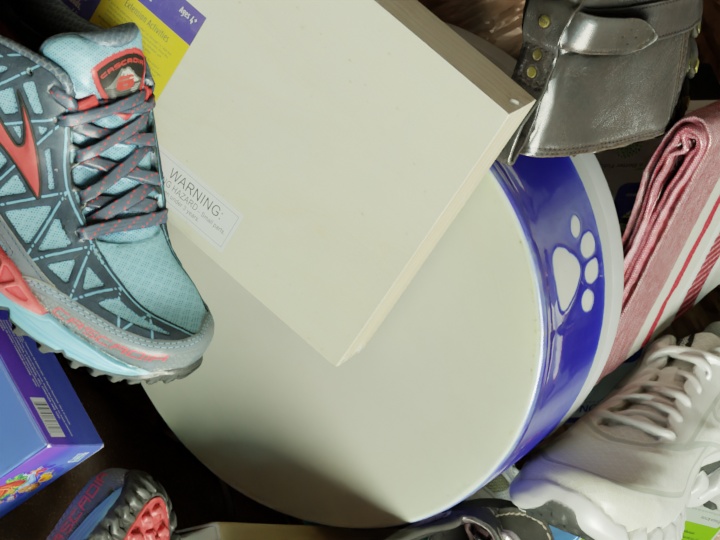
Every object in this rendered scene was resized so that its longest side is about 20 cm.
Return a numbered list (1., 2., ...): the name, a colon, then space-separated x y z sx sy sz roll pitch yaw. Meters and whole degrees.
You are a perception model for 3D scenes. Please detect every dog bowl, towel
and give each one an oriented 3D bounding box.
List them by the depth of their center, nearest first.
1. dog bowl: 0.000 0.000 1.034 0.200 0.200 0.079 -54 168 30
2. towel: 0.162 -0.041 1.096 0.200 0.023 0.144 -33 154 -48

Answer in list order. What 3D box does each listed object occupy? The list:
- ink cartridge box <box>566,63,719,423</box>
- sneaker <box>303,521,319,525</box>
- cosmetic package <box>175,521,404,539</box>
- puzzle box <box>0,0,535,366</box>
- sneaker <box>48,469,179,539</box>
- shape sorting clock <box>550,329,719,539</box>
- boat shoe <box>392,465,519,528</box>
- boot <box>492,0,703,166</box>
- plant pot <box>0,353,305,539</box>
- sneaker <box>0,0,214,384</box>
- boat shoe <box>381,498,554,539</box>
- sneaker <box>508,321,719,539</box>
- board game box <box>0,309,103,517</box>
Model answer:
1. ink cartridge box: 0.096 -0.008 1.169 0.099 0.039 0.200 -2 134 -17
2. sneaker: 0.025 0.163 1.242 0.084 0.121 0.200 -28 138 35
3. cosmetic package: -0.005 0.163 1.075 0.071 0.105 0.200 -21 162 41
4. puzzle box: -0.045 -0.076 0.970 0.133 0.200 0.025 -55 167 32
5. sneaker: -0.152 0.152 0.978 0.200 0.096 0.079 -56 150 -6
6. shape sorting clock: 0.153 0.090 1.254 0.200 0.039 0.200 -31 147 -23
7. boat shoe: -0.004 0.058 1.170 0.202 0.065 0.074 41 131 -16
8. boot: 0.123 -0.135 0.979 0.200 0.069 0.174 -21 129 -39
9. plant pot: -0.157 0.122 1.115 0.200 0.200 0.198 -34 127 14
10. sneaker: -0.113 -0.050 0.956 0.096 0.200 0.079 -38 176 32
11. boat shoe: 0.028 0.133 1.024 0.057 0.067 0.200 -19 176 41
12. sneaker: 0.124 0.068 1.091 0.200 0.075 0.081 -16 125 -63
13. board game box: -0.205 0.019 0.987 0.134 0.200 0.045 -35 165 16
